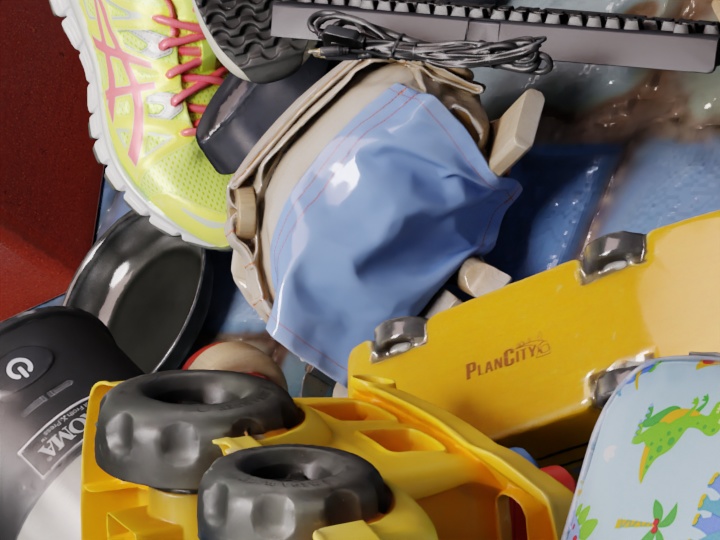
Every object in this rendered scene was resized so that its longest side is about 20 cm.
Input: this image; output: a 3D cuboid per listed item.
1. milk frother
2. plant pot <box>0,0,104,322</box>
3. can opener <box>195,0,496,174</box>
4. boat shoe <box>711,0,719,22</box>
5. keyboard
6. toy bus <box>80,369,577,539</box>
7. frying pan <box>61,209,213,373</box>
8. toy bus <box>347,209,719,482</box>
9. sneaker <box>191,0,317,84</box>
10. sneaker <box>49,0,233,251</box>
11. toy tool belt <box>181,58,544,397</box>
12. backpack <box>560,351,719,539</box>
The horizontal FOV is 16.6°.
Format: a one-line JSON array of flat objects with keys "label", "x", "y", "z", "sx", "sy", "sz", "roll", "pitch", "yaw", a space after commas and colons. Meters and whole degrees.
[{"label": "milk frother", "x": -0.104, "y": 0.154, "z": 1.059, "sx": 0.180, "sy": 0.200, "sz": 0.188, "roll": -44, "pitch": 57, "yaw": -9}, {"label": "plant pot", "x": -0.269, "y": -0.084, "z": 1.366, "sx": 0.200, "sy": 0.176, "sz": 0.201, "roll": -23, "pitch": 47, "yaw": 36}, {"label": "can opener", "x": 0.015, "y": -0.104, "z": 1.164, "sx": 0.200, "sy": 0.079, "sz": 0.063, "roll": -43, "pitch": 49, "yaw": -4}, {"label": "boat shoe", "x": 0.193, "y": -0.074, "z": 0.931, "sx": 0.070, "sy": 0.070, "sz": 0.200, "roll": -45, "pitch": 38, "yaw": 21}, {"label": "keyboard", "x": 0.055, "y": -0.100, "z": 1.022, "sx": 0.199, "sy": 0.127, "sz": 0.021, "roll": 6, "pitch": 105, "yaw": 23}, {"label": "toy bus", "x": 0.015, "y": 0.110, "z": 0.852, "sx": 0.200, "sy": 0.191, "sz": 0.136, "roll": 25, "pitch": 117, "yaw": 61}, {"label": "frying pan", "x": -0.135, "y": 0.047, "z": 1.240, "sx": 0.190, "sy": 0.031, "sz": 0.115, "roll": -51, "pitch": 37, "yaw": 12}, {"label": "toy bus", "x": 0.088, "y": 0.038, "z": 0.955, "sx": 0.200, "sy": 0.078, "sz": 0.065, "roll": -23, "pitch": 59, "yaw": 36}, {"label": "sneaker", "x": -0.053, "y": -0.170, "z": 1.163, "sx": 0.070, "sy": 0.093, "sz": 0.201, "roll": -16, "pitch": 69, "yaw": 1}, {"label": "sneaker", "x": -0.091, "y": -0.103, "z": 1.204, "sx": 0.090, "sy": 0.078, "sz": 0.201, "roll": -44, "pitch": 67, "yaw": 46}, {"label": "toy tool belt", "x": 0.000, "y": 0.000, "z": 1.052, "sx": 0.200, "sy": 0.125, "sz": 0.123, "roll": -58, "pitch": 29, "yaw": -2}, {"label": "backpack", "x": 0.157, "y": 0.120, "z": 0.768, "sx": 0.199, "sy": 0.147, "sz": 0.184, "roll": 0, "pitch": 66, "yaw": 45}]
